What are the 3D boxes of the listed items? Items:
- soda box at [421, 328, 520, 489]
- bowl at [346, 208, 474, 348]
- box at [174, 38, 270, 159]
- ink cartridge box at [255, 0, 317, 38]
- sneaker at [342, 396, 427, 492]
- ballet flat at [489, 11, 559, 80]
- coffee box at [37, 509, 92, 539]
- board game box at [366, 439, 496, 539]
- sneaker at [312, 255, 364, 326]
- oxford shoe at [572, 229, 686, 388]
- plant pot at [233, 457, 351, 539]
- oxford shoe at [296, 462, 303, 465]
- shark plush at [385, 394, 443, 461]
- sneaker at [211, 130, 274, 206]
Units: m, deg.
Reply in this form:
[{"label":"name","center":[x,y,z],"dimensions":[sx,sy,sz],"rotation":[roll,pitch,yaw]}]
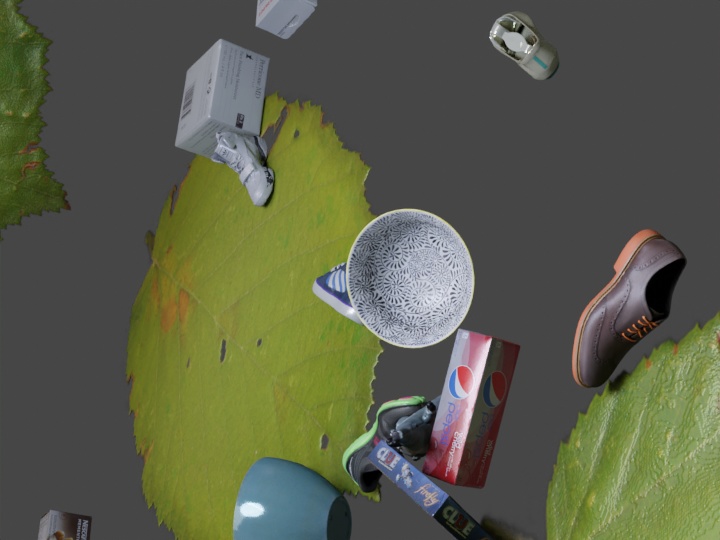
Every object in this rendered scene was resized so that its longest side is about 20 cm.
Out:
[{"label":"soda box","center":[0.149,0.186,1.649],"dimensions":[0.063,0.070,0.203],"rotation":[12,87,45]},{"label":"bowl","center":[0.086,0.007,1.815],"dimensions":[0.198,0.094,0.204],"rotation":[3,98,21]},{"label":"box","center":[-0.313,-0.380,2.782],"dimensions":[0.199,0.129,0.202],"rotation":[-26,53,55]},{"label":"ink cartridge box","center":[-0.156,-0.630,2.670],"dimensions":[0.145,0.082,0.203],"rotation":[-35,45,51]},{"label":"sneaker","center":[0.048,0.258,1.831],"dimensions":[0.201,0.076,0.084],"rotation":[-56,49,37]},{"label":"ballet flat","center":[0.228,-0.340,1.801],"dimensions":[0.070,0.069,0.200],"rotation":[-64,28,18]},{"label":"coffee box","center":[-0.732,0.702,3.017],"dimensions":[0.080,0.113,0.202],"rotation":[-40,42,48]},{"label":"board game box","center":[0.100,0.307,1.617],"dimensions":[0.035,0.135,0.200],"rotation":[-48,27,-6]},{"label":"sneaker","center":[0.000,0.000,2.050],"dimensions":[0.148,0.080,0.200],"rotation":[-63,25,4]},{"label":"oxford shoe","center":[0.310,0.054,1.427],"dimensions":[0.073,0.070,0.202],"rotation":[43,113,55]},{"label":"plant pot","center":[-0.091,0.394,1.912],"dimensions":[0.133,0.200,0.203],"rotation":[-2,69,24]},{"label":"oxford shoe","center":[-0.127,0.424,2.076],"dimensions":[0.084,0.072,0.203],"rotation":[165,122,-77]},{"label":"shark plush","center":[0.075,0.205,1.677],"dimensions":[0.091,0.199,0.084],"rotation":[41,104,29]},{"label":"sneaker","center":[-0.251,-0.219,2.594],"dimensions":[0.075,0.114,0.202],"rotation":[-53,34,35]}]
